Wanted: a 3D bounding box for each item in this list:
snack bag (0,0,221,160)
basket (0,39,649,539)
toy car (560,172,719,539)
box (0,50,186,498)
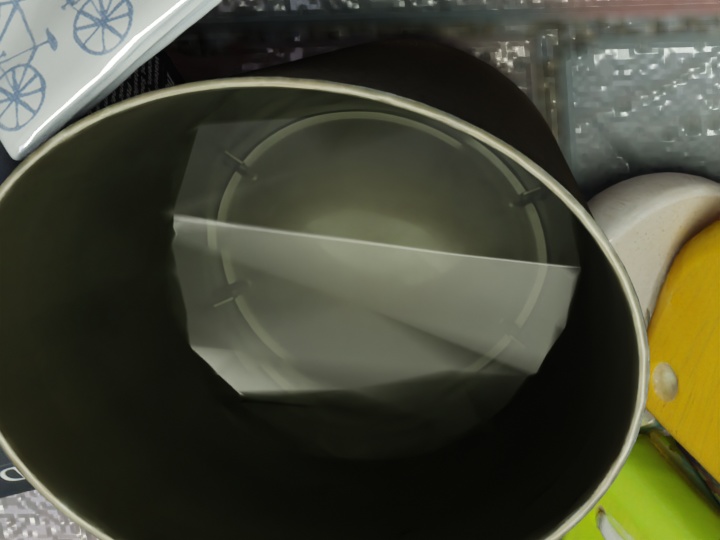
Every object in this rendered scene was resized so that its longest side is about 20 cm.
[{"bbox_3d":[-0.057,-0.151,0.712,0.200,0.189,0.021,-37,148,4],"label":"snack bag"},{"bbox_3d":[0.000,0.000,0.754,0.179,0.200,0.137,7,103,8],"label":"basket"},{"bbox_3d":[0.141,0.071,0.870,0.149,0.175,0.201,-3,125,-36],"label":"toy car"},{"bbox_3d":[-0.161,-0.019,0.831,0.195,0.118,0.200,-15,143,17],"label":"box"}]
